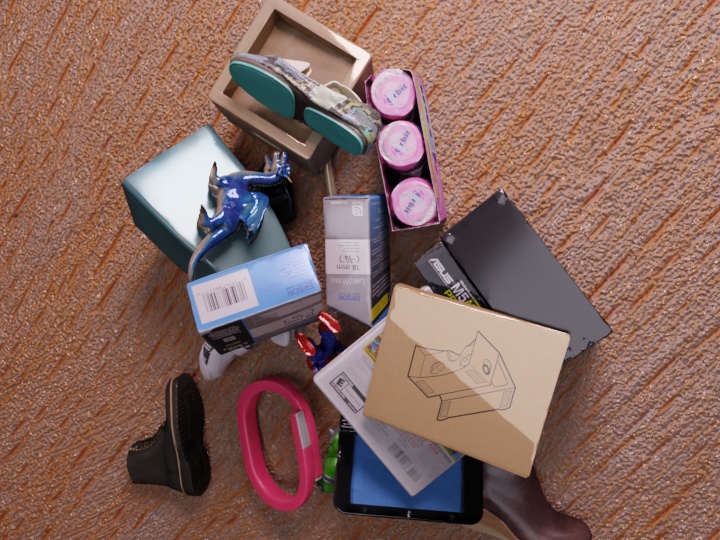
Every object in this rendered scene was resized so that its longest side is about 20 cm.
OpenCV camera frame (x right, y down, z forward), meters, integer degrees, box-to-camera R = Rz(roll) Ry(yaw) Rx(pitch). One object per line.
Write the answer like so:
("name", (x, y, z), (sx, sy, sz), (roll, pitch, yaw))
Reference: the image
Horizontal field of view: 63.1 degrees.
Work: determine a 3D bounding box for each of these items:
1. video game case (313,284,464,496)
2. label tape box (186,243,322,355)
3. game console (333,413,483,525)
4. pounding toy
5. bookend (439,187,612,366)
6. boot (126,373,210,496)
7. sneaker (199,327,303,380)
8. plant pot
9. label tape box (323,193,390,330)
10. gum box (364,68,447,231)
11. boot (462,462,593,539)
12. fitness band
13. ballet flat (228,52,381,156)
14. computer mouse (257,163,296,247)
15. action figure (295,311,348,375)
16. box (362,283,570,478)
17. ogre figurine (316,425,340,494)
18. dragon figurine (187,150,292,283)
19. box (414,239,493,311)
("video game case", (0.073, 0.150, 0.724), (0.182, 0.023, 0.200), (-39, 99, 2))
("label tape box", (-0.122, 0.049, 0.738), (0.143, 0.200, 0.064), (-19, 73, -9))
("game console", (0.070, 0.220, 0.759), (0.198, 0.119, 0.174), (5, 124, -1))
("pounding toy", (-0.075, -0.217, 0.804), (0.199, 0.142, 0.185), (32, 89, 4))
("bookend", (0.212, 0.014, 0.743), (0.092, 0.199, 0.201), (-38, 78, 15))
("boot", (-0.329, 0.267, 0.952), (0.137, 0.077, 0.202), (-1, 97, 18))
("sneaker", (-0.159, 0.099, 0.884), (0.114, 0.075, 0.201), (31, 100, 10))
("plant pot", (-0.197, -0.058, 0.805), (0.141, 0.141, 0.200), (-40, 84, -23))
("label tape box", (0.000, 0.000, 0.790), (0.063, 0.144, 0.202), (0, 98, 12))
("gum box", (0.063, -0.159, 0.776), (0.066, 0.113, 0.202), (-10, 96, 14))
("boot", (0.231, 0.301, 0.825), (0.198, 0.072, 0.168), (7, 102, 16))
("fitness band", (-0.126, 0.264, 0.897), (0.143, 0.037, 0.202), (-8, 91, 38))
("ballet flat", (-0.062, -0.211, 0.707), (0.199, 0.074, 0.075), (34, 104, 2))
("computer mouse", (-0.104, -0.064, 0.874), (0.058, 0.034, 0.202), (-11, 103, 32))
("action figure", (-0.035, 0.128, 0.803), (0.065, 0.200, 0.099), (-39, 78, -11))
("box", (0.113, 0.119, 0.659), (0.198, 0.021, 0.165), (17, 99, 18))
("ogre figurine", (0.025, 0.283, 0.863), (0.199, 0.098, 0.121), (6, 117, 35))
("dragon figurine", (-0.147, -0.070, 0.723), (0.099, 0.059, 0.202), (16, 71, -15))
("box", (0.154, 0.047, 0.762), (0.044, 0.160, 0.201), (-36, 88, 16))
